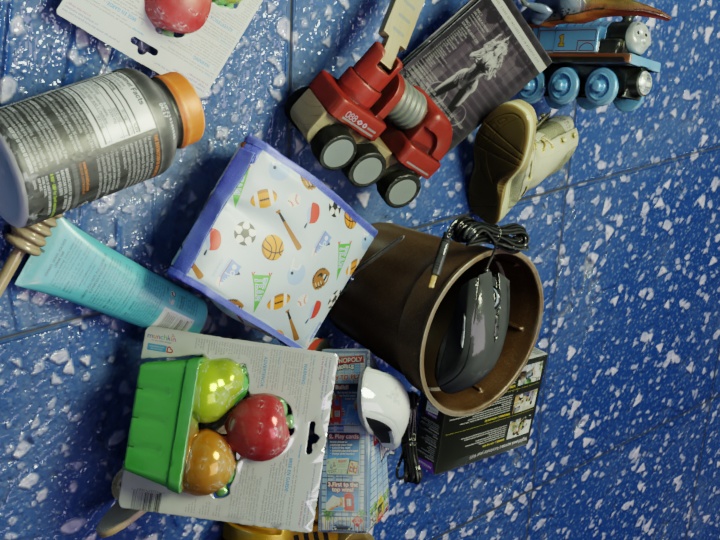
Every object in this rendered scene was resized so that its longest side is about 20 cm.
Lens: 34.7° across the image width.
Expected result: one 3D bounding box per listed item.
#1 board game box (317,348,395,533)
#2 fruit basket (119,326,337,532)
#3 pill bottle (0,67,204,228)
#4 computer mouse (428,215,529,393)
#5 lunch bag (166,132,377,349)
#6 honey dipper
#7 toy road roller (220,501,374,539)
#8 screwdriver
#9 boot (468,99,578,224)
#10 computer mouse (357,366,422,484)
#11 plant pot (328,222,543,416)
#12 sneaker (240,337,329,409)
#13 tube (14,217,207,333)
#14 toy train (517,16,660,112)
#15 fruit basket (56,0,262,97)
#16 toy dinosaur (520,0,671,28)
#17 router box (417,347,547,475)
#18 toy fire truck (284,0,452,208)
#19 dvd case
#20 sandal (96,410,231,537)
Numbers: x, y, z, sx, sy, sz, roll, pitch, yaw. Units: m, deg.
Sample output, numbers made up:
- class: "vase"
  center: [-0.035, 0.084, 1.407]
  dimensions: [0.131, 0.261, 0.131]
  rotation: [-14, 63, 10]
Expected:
- class: "board game box"
  center: [0.001, 0.185, 1.363]
  dimensions: [0.200, 0.061, 0.201]
  rotation: [-15, 103, -75]
- class: "fruit basket"
  center: [-0.135, 0.162, 1.178]
  dimensions: [0.199, 0.094, 0.186]
  rotation: [8, 87, -9]
- class: "pill bottle"
  center: [-0.242, -0.120, 1.049]
  dimensions: [0.200, 0.106, 0.107]
  rotation: [-26, 124, -33]
- class: "computer mouse"
  center: [0.118, 0.040, 1.219]
  dimensions: [0.140, 0.046, 0.201]
  rotation: [14, 98, -47]
- class: "lunch bag"
  center: [-0.103, -0.030, 1.210]
  dimensions: [0.170, 0.124, 0.200]
  rotation: [-61, 146, -6]
- class: "honey dipper"
  center: [-0.342, 0.026, 1.070]
  dimensions: [0.038, 0.038, 0.200]
  rotation: [31, 88, -46]
- class: "toy road roller"
  center: [-0.073, 0.309, 1.394]
  dimensions: [0.200, 0.123, 0.147]
  rotation: [2, 95, -43]
- class: "screwdriver"
  center: [0.000, 0.000, 1.290]
  dimensions: [0.029, 0.200, 0.028]
  rotation: [10, 64, -33]
- class: "boot"
  center: [0.216, -0.164, 1.460]
  dimensions: [0.155, 0.072, 0.200]
  rotation: [-36, 154, -28]
- class: "computer mouse"
  center: [0.042, 0.169, 1.315]
  dimensions: [0.200, 0.044, 0.110]
  rotation: [56, 36, -62]
- class: "plant pot"
  center: [0.075, 0.040, 1.354]
  dimensions: [0.200, 0.198, 0.201]
  rotation: [-20, 122, -37]
- class: "sneaker"
  center: [-0.102, 0.112, 1.314]
  dimensions: [0.201, 0.108, 0.067]
  rotation: [-28, 122, -78]
- class: "tube"
  center: [-0.243, 0.017, 1.155]
  dimensions: [0.200, 0.050, 0.078]
  rotation: [30, 83, -41]
- class: "toy train"
  center: [0.271, -0.257, 1.414]
  dimensions: [0.087, 0.200, 0.115]
  rotation: [1, 96, -43]
- class: "fruit basket"
  center: [-0.164, -0.286, 1.080]
  dimensions: [0.185, 0.094, 0.200]
  rotation: [25, 105, -46]
- class: "toy dinosaur"
  center: [0.225, -0.306, 1.352]
  dimensions: [0.105, 0.200, 0.182]
  rotation: [-29, 168, -41]
- class: "router box"
  center: [0.169, 0.190, 1.614]
  dimensions: [0.200, 0.051, 0.150]
  rotation: [-8, 115, -41]
- class: "toy fire truck"
  center: [0.036, -0.199, 1.256]
  dimensions: [0.200, 0.129, 0.176]
  rotation: [-47, 138, 15]
- class: "dvd case"
  center: [0.118, -0.227, 1.357]
  dimensions: [0.200, 0.016, 0.149]
  rotation: [-40, 135, 7]
- class: "sandal"
  center: [-0.220, 0.195, 1.252]
  dimensions: [0.212, 0.078, 0.070]
  rotation: [-37, 107, -34]
